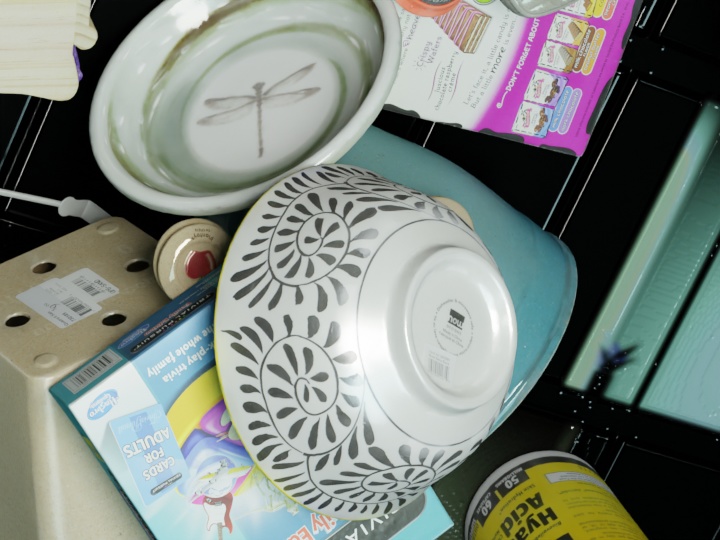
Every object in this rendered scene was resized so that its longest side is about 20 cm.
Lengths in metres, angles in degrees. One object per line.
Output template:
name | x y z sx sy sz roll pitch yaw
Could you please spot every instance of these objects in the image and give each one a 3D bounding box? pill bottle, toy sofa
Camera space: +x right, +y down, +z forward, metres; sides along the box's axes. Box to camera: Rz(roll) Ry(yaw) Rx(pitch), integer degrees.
pill bottle | 0.153 0.216 1.826 0.110 0.200 0.112 -9 118 -16
toy sofa | -0.256 -0.158 1.555 0.198 0.083 0.098 -3 122 -19

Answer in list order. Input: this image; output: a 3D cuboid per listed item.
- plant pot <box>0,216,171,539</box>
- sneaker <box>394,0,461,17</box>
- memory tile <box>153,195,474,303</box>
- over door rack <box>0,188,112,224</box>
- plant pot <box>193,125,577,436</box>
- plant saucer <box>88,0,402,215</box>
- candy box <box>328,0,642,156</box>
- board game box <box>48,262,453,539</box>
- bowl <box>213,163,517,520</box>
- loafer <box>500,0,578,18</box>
plant pot | -0.155 0.087 1.619 0.199 0.199 0.178 -24 124 -27
sneaker | 0.080 -0.242 1.590 0.077 0.082 0.201 28 66 -19
memory tile | -0.022 0.039 1.561 0.198 0.017 0.155 -7 102 -21
over door rack | -0.268 -0.002 1.648 0.199 0.067 0.148 18 109 -41
plant pot | 0.000 0.000 1.675 0.200 0.200 0.188 -46 114 6
plant saucer | -0.062 -0.101 1.594 0.199 0.200 0.050 -32 135 -2
candy box | 0.069 -0.162 1.685 0.199 0.061 0.137 12 109 -26
board game box | -0.059 0.107 1.525 0.151 0.047 0.201 -36 110 -11
bowl | 0.024 0.035 1.476 0.200 0.094 0.203 8 78 -42
loafer | 0.142 -0.231 1.636 0.200 0.070 0.070 -49 120 -21
